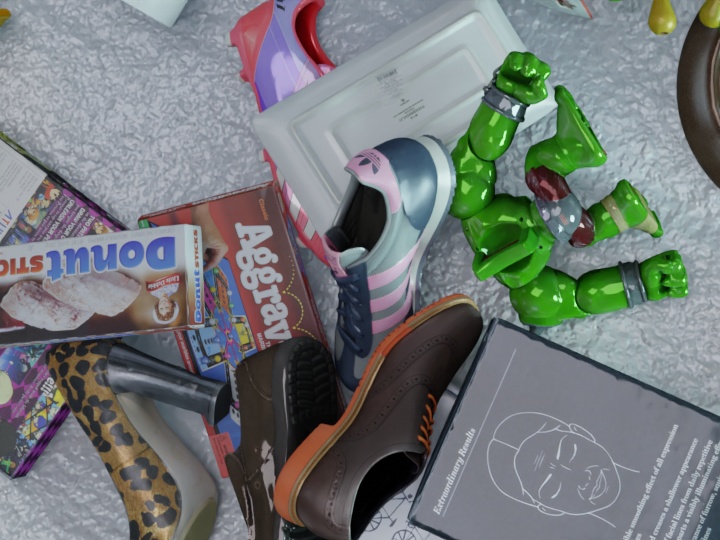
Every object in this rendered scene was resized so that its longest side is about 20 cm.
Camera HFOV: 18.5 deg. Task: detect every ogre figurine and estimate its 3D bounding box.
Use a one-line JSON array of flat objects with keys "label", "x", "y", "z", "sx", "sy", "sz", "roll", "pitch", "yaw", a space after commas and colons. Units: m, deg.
[{"label": "ogre figurine", "x": 0.126, "y": -0.042, "z": 1.519, "sx": 0.120, "sy": 0.098, "sz": 0.200, "roll": -33, "pitch": 122, "yaw": 12}]

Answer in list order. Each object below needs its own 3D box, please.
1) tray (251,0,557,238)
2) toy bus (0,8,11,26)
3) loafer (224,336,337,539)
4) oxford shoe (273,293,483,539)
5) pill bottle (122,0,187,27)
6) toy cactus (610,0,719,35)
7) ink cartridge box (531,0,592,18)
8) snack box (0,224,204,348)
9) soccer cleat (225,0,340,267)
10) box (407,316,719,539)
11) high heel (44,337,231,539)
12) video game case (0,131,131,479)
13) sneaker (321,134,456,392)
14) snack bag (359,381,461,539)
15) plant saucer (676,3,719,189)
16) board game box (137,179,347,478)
[{"label": "tray", "x": 0.034, "y": -0.112, "z": 1.549, "sx": 0.200, "sy": 0.022, "sz": 0.108, "roll": -32, "pitch": 86, "yaw": -11}, {"label": "toy bus", "x": -0.390, "y": -0.198, "z": 1.631, "sx": 0.200, "sy": 0.136, "sz": 0.192, "roll": 48, "pitch": 113, "yaw": 12}, {"label": "loafer", "x": -0.055, "y": 0.146, "z": 1.542, "sx": 0.071, "sy": 0.073, "sz": 0.201, "roll": 0, "pitch": 87, "yaw": 41}, {"label": "oxford shoe", "x": 0.030, "y": 0.103, "z": 1.494, "sx": 0.072, "sy": 0.071, "sz": 0.200, "roll": 26, "pitch": 70, "yaw": 37}, {"label": "pill bottle", "x": -0.125, "y": -0.282, "z": 1.574, "sx": 0.119, "sy": 0.120, "sz": 0.200, "roll": 31, "pitch": 94, "yaw": 11}, {"label": "toy cactus", "x": 0.223, "y": -0.249, "z": 1.517, "sx": 0.165, "sy": 0.102, "sz": 0.200, "roll": -37, "pitch": 59, "yaw": -9}, {"label": "ink cartridge box", "x": 0.072, "y": -0.237, "z": 1.537, "sx": 0.199, "sy": 0.109, "sz": 0.051, "roll": 21, "pitch": 92, "yaw": 11}, {"label": "snack box", "x": -0.198, "y": 0.013, "z": 1.555, "sx": 0.199, "sy": 0.024, "sz": 0.072, "roll": -6, "pitch": 83, "yaw": 29}, {"label": "soccer cleat", "x": -0.034, "y": -0.101, "z": 1.573, "sx": 0.076, "sy": 0.067, "sz": 0.201, "roll": -23, "pitch": 78, "yaw": 21}, {"label": "box", "x": 0.150, "y": 0.138, "z": 1.485, "sx": 0.199, "sy": 0.107, "sz": 0.149, "roll": 24, "pitch": 89, "yaw": 3}, {"label": "high heel", "x": -0.175, "y": 0.148, "z": 1.590, "sx": 0.142, "sy": 0.071, "sz": 0.201, "roll": 18, "pitch": 107, "yaw": 18}, {"label": "video game case", "x": -0.266, "y": 0.021, "z": 1.630, "sx": 0.181, "sy": 0.036, "sz": 0.200, "roll": 36, "pitch": 95, "yaw": 10}, {"label": "sneaker", "x": 0.000, "y": 0.000, "z": 1.512, "sx": 0.070, "sy": 0.082, "sz": 0.201, "roll": 36, "pitch": 124, "yaw": 41}, {"label": "snack bag", "x": 0.063, "y": 0.192, "z": 1.557, "sx": 0.200, "sy": 0.021, "sz": 0.189, "roll": 35, "pitch": 94, "yaw": 6}, {"label": "plant saucer", "x": 0.317, "y": -0.130, "z": 1.523, "sx": 0.199, "sy": 0.032, "sz": 0.201, "roll": -1, "pitch": 87, "yaw": 13}, {"label": "board game box", "x": -0.079, "y": 0.043, "z": 1.567, "sx": 0.103, "sy": 0.019, "sz": 0.201, "roll": -15, "pitch": 105, "yaw": 10}]
